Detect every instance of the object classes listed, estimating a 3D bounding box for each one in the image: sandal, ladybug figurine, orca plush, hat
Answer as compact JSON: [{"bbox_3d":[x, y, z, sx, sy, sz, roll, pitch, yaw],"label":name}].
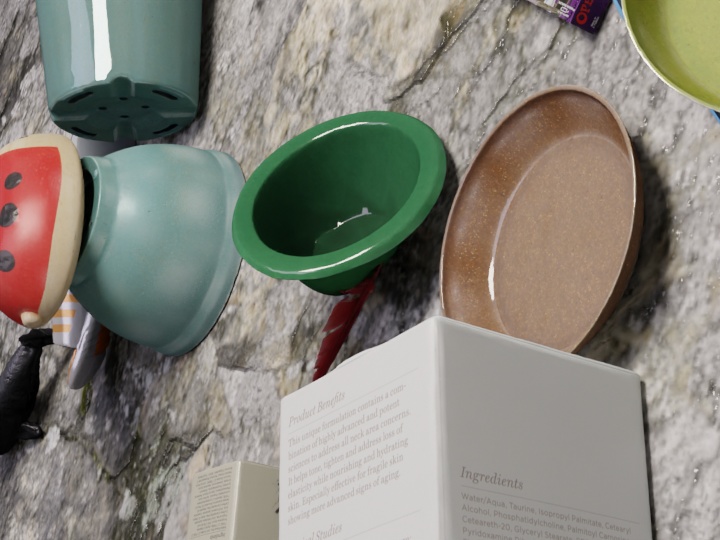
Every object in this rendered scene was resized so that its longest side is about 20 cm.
[{"bbox_3d":[-0.277,0.016,1.676,0.079,0.059,0.209,61,-138,-81],"label":"sandal"},{"bbox_3d":[-0.303,-0.040,1.501,0.136,0.071,0.201,-43,43,41],"label":"ladybug figurine"},{"bbox_3d":[-0.363,0.147,1.807,0.200,0.071,0.105,-53,-8,24],"label":"orca plush"},{"bbox_3d":[0.000,0.000,1.304,0.199,0.177,0.166,-24,43,5],"label":"hat"}]

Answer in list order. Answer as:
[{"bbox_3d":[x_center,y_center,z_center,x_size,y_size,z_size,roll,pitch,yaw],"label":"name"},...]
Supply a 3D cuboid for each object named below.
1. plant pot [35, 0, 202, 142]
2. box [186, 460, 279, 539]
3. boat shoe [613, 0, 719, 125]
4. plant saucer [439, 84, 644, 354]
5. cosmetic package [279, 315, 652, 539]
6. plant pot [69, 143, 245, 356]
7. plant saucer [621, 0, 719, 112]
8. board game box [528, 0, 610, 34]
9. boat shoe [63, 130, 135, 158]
[{"bbox_3d":[-0.239,-0.246,1.659,0.200,0.199,0.198,-28,61,50],"label":"plant pot"},{"bbox_3d":[-0.094,0.255,1.286,0.082,0.068,0.202,-22,58,53],"label":"box"},{"bbox_3d":[0.213,-0.153,0.968,0.200,0.084,0.069,55,155,39],"label":"boat shoe"},{"bbox_3d":[0.124,-0.020,1.091,0.200,0.036,0.202,-33,48,47],"label":"plant saucer"},{"bbox_3d":[0.060,0.160,0.983,0.167,0.165,0.202,-30,52,49],"label":"cosmetic package"},{"bbox_3d":[-0.213,-0.033,1.551,0.200,0.133,0.202,-33,48,48],"label":"plant pot"},{"bbox_3d":[0.241,-0.159,0.891,0.198,0.031,0.202,-11,60,18],"label":"plant saucer"},{"bbox_3d":[0.135,-0.255,1.195,0.121,0.032,0.200,-63,32,11],"label":"board game box"},{"bbox_3d":[-0.296,-0.137,1.794,0.086,0.074,0.203,-47,38,37],"label":"boat shoe"}]
